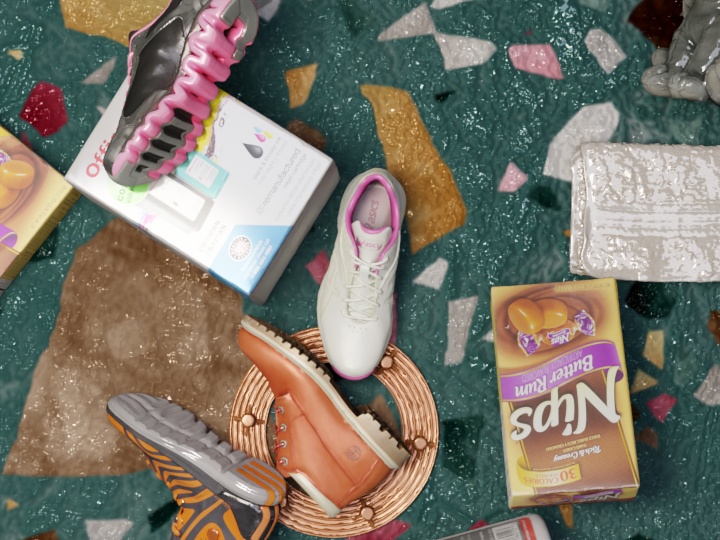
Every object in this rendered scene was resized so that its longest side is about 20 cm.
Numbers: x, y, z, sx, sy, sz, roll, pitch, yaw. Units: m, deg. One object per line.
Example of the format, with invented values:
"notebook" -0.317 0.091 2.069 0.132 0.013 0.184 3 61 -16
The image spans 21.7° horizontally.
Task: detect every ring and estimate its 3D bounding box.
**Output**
"ring" -0.026 0.152 1.774 0.199 0.019 0.202 0 87 0

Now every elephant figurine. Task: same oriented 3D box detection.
"elephant figurine" 0.338 -0.254 1.726 0.141 0.155 0.201 10 96 24

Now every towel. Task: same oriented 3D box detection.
"towel" 0.296 -0.055 1.771 0.199 0.034 0.133 0 87 1

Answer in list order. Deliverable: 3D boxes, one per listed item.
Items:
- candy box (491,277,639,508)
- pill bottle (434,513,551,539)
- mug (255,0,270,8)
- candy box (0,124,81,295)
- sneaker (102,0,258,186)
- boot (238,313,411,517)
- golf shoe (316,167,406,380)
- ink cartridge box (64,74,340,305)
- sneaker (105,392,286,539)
"candy box" 0.186 0.112 1.719 0.116 0.056 0.201 -5 71 1
"pill bottle" 0.085 0.302 1.715 0.199 0.116 0.116 -15 87 1
"mug" -0.141 -0.340 1.737 0.149 0.153 0.187 -17 86 1
"candy box" -0.371 -0.035 1.774 0.117 0.056 0.200 39 87 3
"sneaker" -0.173 -0.168 1.634 0.095 0.079 0.200 29 84 26
"boot" -0.059 0.134 1.733 0.107 0.075 0.200 -44 88 4
"golf shoe" 0.000 0.000 1.740 0.075 0.092 0.201 6 82 -1
"ink cartridge box" -0.142 -0.084 1.725 0.199 0.146 0.147 31 87 4
"sneaker" -0.169 0.201 1.745 0.200 0.077 0.112 32 113 23
